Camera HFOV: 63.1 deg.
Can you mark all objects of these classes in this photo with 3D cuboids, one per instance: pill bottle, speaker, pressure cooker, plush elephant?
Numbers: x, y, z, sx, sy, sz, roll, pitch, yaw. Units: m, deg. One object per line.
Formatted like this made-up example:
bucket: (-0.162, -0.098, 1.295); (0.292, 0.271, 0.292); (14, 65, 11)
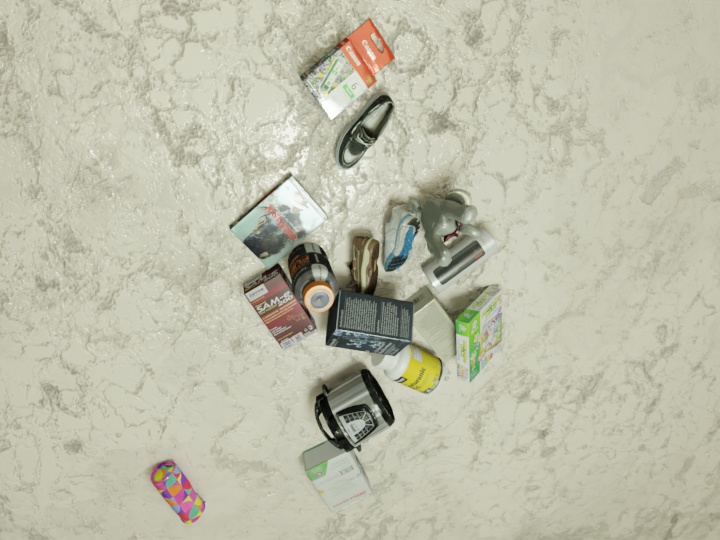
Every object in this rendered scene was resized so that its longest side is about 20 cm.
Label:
pill bottle: (-0.113, 0.021, 1.404); (0.104, 0.201, 0.108); (-6, 117, -11)
speaker: (0.264, -0.028, 1.545); (0.199, 0.081, 0.082); (-36, 119, 5)
pill bottle: (0.131, 0.264, 1.637); (0.198, 0.112, 0.112); (26, 107, -23)
pressure cooker: (-0.023, 0.394, 1.619); (0.198, 0.177, 0.179); (-29, 144, 3)
plush elephant: (0.227, -0.118, 1.456); (0.153, 0.200, 0.167); (1, 120, -40)

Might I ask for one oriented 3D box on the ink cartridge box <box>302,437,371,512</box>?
ink cartridge box: (-0.069, 0.614, 1.774); (0.144, 0.088, 0.202); (-25, 117, 0)

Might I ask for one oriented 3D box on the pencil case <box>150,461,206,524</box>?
pencil case: (-0.519, 0.633, 1.675); (0.087, 0.089, 0.202); (-23, 121, -2)

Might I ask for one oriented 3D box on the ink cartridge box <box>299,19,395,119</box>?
ink cartridge box: (-0.023, -0.440, 1.283); (0.199, 0.051, 0.109); (-38, 119, 7)

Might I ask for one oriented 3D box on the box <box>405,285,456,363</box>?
box: (0.207, 0.151, 1.619); (0.094, 0.078, 0.201); (-36, 119, 4)

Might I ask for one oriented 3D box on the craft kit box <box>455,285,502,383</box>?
craft kit box: (0.330, 0.175, 1.619); (0.199, 0.048, 0.200); (-36, 127, -41)

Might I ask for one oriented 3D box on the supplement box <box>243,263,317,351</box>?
supplement box: (-0.203, 0.096, 1.498); (0.108, 0.061, 0.201); (-29, 118, 2)

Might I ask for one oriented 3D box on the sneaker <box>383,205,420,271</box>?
sneaker: (0.090, -0.082, 1.484); (0.074, 0.087, 0.202); (-17, 144, -31)

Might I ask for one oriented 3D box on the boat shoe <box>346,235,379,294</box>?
boat shoe: (0.003, -0.003, 1.507); (0.074, 0.075, 0.205); (20, 126, 19)

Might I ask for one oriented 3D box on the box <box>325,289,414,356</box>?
box: (0.022, 0.137, 1.498); (0.197, 0.109, 0.149); (10, 156, -10)

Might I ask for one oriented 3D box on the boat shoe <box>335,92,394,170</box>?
boat shoe: (0.007, -0.315, 1.341); (0.071, 0.071, 0.201); (25, 108, -24)

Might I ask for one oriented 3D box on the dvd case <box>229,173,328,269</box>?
dvd case: (-0.196, -0.116, 1.418); (0.199, 0.022, 0.146); (-39, 118, 6)
